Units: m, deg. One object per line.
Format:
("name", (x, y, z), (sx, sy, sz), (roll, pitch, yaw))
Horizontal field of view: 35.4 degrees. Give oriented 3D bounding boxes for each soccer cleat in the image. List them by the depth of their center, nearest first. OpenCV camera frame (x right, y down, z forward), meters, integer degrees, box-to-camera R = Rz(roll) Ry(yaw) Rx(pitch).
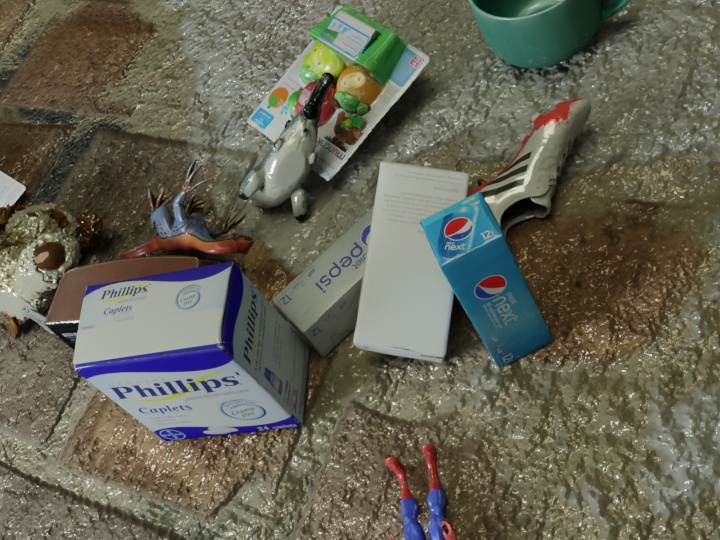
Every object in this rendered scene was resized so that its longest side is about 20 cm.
("soccer cleat", (0.199, -0.108, 1.269), (0.200, 0.069, 0.085), (-44, 59, -3))

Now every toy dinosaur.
("toy dinosaur", (-0.201, -0.040, 1.395), (0.201, 0.105, 0.182), (-60, 34, 21))

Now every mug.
("mug", (0.227, -0.315, 1.359), (0.185, 0.115, 0.152), (30, 74, 37))

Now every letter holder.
("letter holder", (-0.258, 0.025, 1.380), (0.199, 0.101, 0.143), (-5, 55, 23))

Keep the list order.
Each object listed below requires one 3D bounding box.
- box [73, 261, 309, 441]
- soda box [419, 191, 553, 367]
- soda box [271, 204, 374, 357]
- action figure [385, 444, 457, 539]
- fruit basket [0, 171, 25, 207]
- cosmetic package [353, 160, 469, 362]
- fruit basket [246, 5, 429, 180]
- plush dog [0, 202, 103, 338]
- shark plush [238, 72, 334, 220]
("box", (-0.178, 0.095, 1.225), (0.183, 0.200, 0.105), (-9, 56, 20))
("soda box", (0.130, 0.013, 1.129), (0.068, 0.200, 0.064), (-27, 50, 6))
("soda box", (0.000, 0.000, 1.290), (0.200, 0.063, 0.068), (-44, 52, -7))
("action figure", (0.065, 0.268, 1.091), (0.065, 0.052, 0.201), (-19, 55, 9))
("fruit basket", (-0.607, -0.089, 1.651), (0.199, 0.094, 0.186), (30, 75, 21))
("cosmetic package", (0.056, -0.009, 1.211), (0.101, 0.074, 0.201), (9, 81, 5))
("fruit basket", (-0.036, -0.234, 1.440), (0.200, 0.094, 0.185), (-47, 52, -6))
("plush dog", (-0.431, -0.021, 1.491), (0.199, 0.161, 0.172), (9, 44, 14))
("shark plush", (-0.095, -0.157, 1.385), (0.090, 0.201, 0.083), (9, 32, -15))
